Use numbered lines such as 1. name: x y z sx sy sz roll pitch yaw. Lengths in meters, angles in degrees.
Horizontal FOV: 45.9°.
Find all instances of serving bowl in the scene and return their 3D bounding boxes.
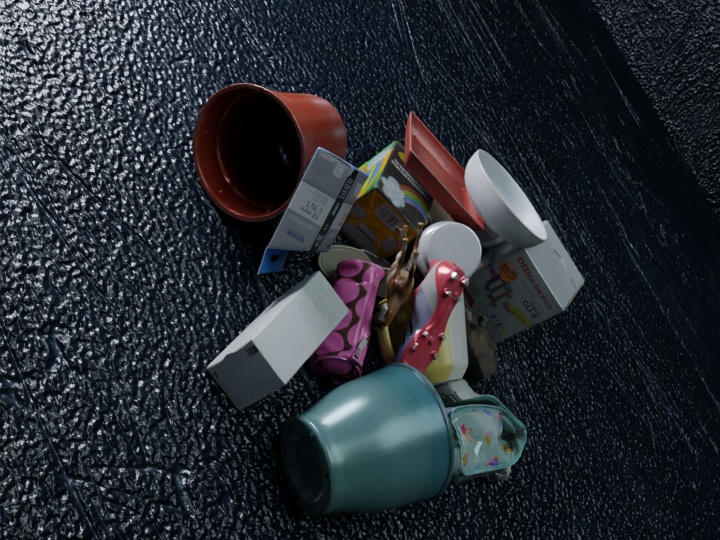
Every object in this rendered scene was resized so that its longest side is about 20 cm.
1. serving bowl: 0.248 -0.117 1.522 0.200 0.066 0.201 44 23 -23

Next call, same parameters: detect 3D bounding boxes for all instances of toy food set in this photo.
1. toy food set: 0.122 -0.146 1.688 0.143 0.060 0.203 -3 69 -61

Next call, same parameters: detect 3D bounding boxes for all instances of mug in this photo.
1. mug: 0.099 0.118 1.435 0.184 0.149 0.156 -8 79 -19

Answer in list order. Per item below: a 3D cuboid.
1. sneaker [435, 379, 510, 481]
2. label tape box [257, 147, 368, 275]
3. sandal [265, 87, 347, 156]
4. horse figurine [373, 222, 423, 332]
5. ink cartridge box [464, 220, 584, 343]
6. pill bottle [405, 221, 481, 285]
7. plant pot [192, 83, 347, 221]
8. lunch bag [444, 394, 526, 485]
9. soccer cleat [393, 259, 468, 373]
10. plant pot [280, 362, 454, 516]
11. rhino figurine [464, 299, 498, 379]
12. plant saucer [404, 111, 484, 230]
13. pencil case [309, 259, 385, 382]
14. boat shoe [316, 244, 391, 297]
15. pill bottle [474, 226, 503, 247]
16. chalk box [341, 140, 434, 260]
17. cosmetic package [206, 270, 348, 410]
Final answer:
1. sneaker: 0.210 0.270 1.492 0.202 0.077 0.099 59 34 -2
2. label tape box: -0.069 -0.073 1.266 0.065 0.202 0.143 27 5 8
3. sandal: -0.094 -0.258 1.514 0.199 0.048 0.076 32 45 -31
4. horse figurine: 0.065 0.001 1.348 0.049 0.134 0.201 14 24 -1
5. ink cartridge box: 0.301 0.027 1.650 0.146 0.199 0.144 55 38 -4
6. pill bottle: 0.145 -0.026 1.499 0.115 0.113 0.200 60 -5 1
7. plant pot: -0.126 -0.194 1.336 0.203 0.199 0.195 60 29 1
8. lunch bag: 0.147 0.270 1.340 0.198 0.169 0.124 1 72 -48
9. soccer cleat: 0.100 0.078 1.339 0.066 0.076 0.202 27 90 -39
10. plant pot: -0.003 0.247 1.185 0.186 0.200 0.203 -9 72 -34
11. rhino figurine: 0.209 0.123 1.551 0.201 0.059 0.088 62 24 -45
12. plant saucer: 0.143 -0.173 1.533 0.200 0.037 0.200 44 23 -19
13. pencil case: -0.014 0.074 1.332 0.090 0.093 0.202 27 54 -22
14. boat shoe: 0.000 0.000 1.462 0.198 0.074 0.063 19 9 -33
15. pill bottle: 0.257 -0.106 1.711 0.117 0.115 0.200 63 17 5
16. chalk box: 0.051 -0.135 1.539 0.125 0.123 0.201 45 39 -17
17. cosmetic package: -0.114 0.097 1.210 0.081 0.112 0.200 51 40 -9
